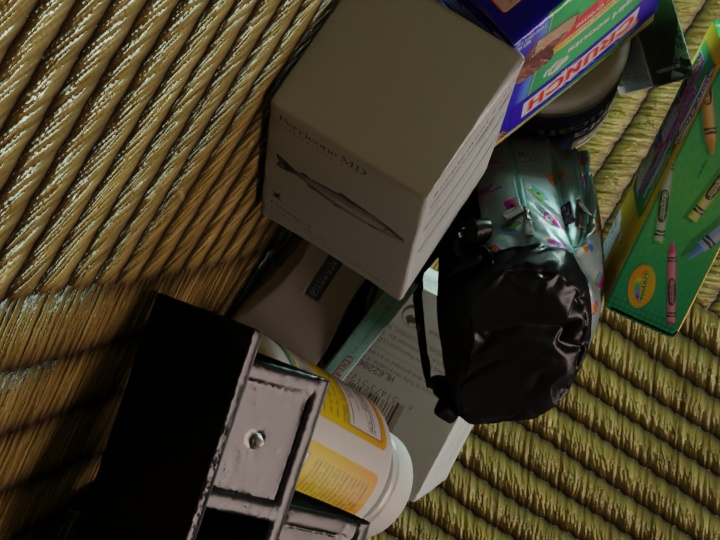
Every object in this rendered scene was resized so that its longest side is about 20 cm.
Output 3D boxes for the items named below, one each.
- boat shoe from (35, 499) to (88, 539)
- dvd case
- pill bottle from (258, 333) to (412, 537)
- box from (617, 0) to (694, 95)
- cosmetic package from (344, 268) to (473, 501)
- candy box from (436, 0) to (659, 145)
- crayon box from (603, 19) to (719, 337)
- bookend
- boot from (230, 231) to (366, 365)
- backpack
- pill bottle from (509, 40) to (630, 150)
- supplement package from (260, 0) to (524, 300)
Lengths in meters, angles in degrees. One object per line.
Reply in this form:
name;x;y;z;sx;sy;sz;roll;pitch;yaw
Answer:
boat shoe;-0.170;0.179;1.604;0.070;0.070;0.200;-45;-176;5
dvd case;0.000;0.000;1.827;0.146;0.022;0.200;-52;-163;30
pill bottle;-0.048;0.122;1.702;0.113;0.113;0.200;-57;142;0
box;0.187;-0.230;1.769;0.036;0.201;0.144;-18;-177;-3
cosmetic package;0.027;0.081;2.095;0.167;0.167;0.200;-63;173;4
candy box;0.124;-0.179;1.584;0.169;0.077;0.200;-40;169;-14
crayon box;0.236;-0.067;1.715;0.119;0.058;0.201;-80;-166;-72
bookend;-0.064;0.140;1.530;0.200;0.092;0.200;20;89;-49
boot;-0.039;0.011;1.789;0.200;0.073;0.090;-50;-169;10
backpack;0.109;-0.007;1.720;0.201;0.126;0.168;-90;-169;-50
pill bottle;0.136;-0.147;1.791;0.111;0.111;0.200;-56;173;-9
supplement package;0.016;-0.084;1.542;0.118;0.117;0.200;-55;172;-18
